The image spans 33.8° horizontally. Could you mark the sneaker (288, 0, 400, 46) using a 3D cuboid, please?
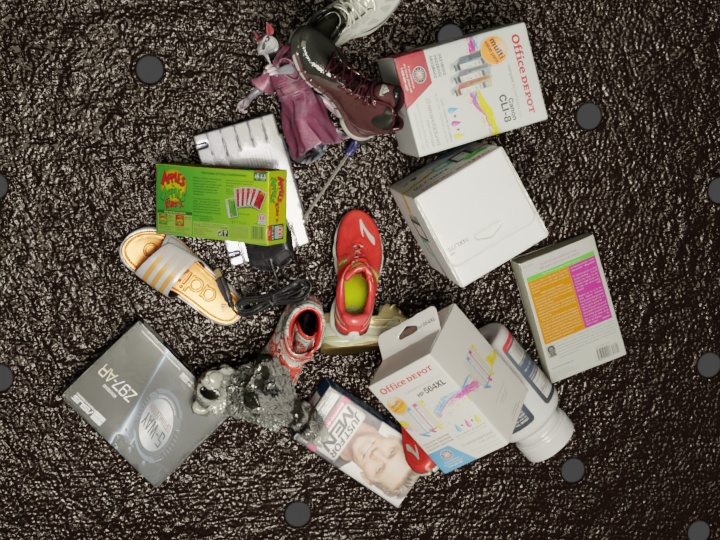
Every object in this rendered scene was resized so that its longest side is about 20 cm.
[{"bbox_3d":[-0.010,-0.361,1.684,0.200,0.115,0.076,-37,102,-2],"label":"sneaker"}]

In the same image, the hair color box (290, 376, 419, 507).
[{"bbox_3d":[0.002,0.262,1.807,0.199,0.061,0.100,35,92,-13],"label":"hair color box"}]

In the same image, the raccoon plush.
[{"bbox_3d":[-0.156,0.209,1.720,0.133,0.097,0.201,-17,117,34],"label":"raccoon plush"}]

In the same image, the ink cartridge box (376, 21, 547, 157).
[{"bbox_3d":[0.146,-0.262,1.709,0.198,0.145,0.146,-17,100,-7],"label":"ink cartridge box"}]

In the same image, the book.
[{"bbox_3d":[0.325,0.058,1.837,0.133,0.048,0.202,-19,102,-8],"label":"book"}]

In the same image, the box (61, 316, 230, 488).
[{"bbox_3d":[-0.315,0.194,1.755,0.160,0.044,0.200,-43,102,-2],"label":"box"}]

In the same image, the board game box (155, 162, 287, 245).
[{"bbox_3d":[-0.198,-0.096,1.670,0.199,0.048,0.103,6,99,30],"label":"board game box"}]

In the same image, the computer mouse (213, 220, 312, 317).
[{"bbox_3d":[-0.156,-0.034,1.717,0.140,0.046,0.201,-21,93,18],"label":"computer mouse"}]

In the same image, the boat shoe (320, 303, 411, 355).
[{"bbox_3d":[0.036,0.084,1.781,0.198,0.074,0.067,-3,75,-15],"label":"boat shoe"}]

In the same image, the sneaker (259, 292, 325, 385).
[{"bbox_3d":[-0.109,0.130,1.745,0.067,0.108,0.203,22,95,-11],"label":"sneaker"}]

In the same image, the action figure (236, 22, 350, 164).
[{"bbox_3d":[-0.088,-0.255,1.661,0.148,0.134,0.201,-27,103,-28],"label":"action figure"}]

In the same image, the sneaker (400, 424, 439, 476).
[{"bbox_3d":[0.075,0.207,1.755,0.077,0.201,0.085,-25,142,26],"label":"sneaker"}]

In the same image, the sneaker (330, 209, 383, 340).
[{"bbox_3d":[0.000,0.000,1.723,0.076,0.085,0.202,4,69,-7],"label":"sneaker"}]

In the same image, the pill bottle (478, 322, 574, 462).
[{"bbox_3d":[0.230,0.190,1.803,0.119,0.120,0.200,-40,102,-1],"label":"pill bottle"}]

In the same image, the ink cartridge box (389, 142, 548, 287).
[{"bbox_3d":[0.151,-0.086,1.707,0.146,0.200,0.147,-30,102,-4],"label":"ink cartridge box"}]

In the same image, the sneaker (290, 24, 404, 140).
[{"bbox_3d":[-0.002,-0.260,1.612,0.200,0.115,0.076,48,58,-38],"label":"sneaker"}]

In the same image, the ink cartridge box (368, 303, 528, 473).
[{"bbox_3d":[0.116,0.158,1.673,0.128,0.125,0.200,-33,106,36],"label":"ink cartridge box"}]

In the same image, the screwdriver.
[{"bbox_3d":[-0.029,-0.157,1.752,0.028,0.029,0.201,35,90,-9],"label":"screwdriver"}]

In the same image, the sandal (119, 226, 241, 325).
[{"bbox_3d":[-0.255,0.010,1.729,0.206,0.059,0.079,35,92,-12],"label":"sandal"}]

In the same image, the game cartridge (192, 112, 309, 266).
[{"bbox_3d":[-0.157,-0.119,1.740,0.129,0.038,0.202,-17,100,-10],"label":"game cartridge"}]
